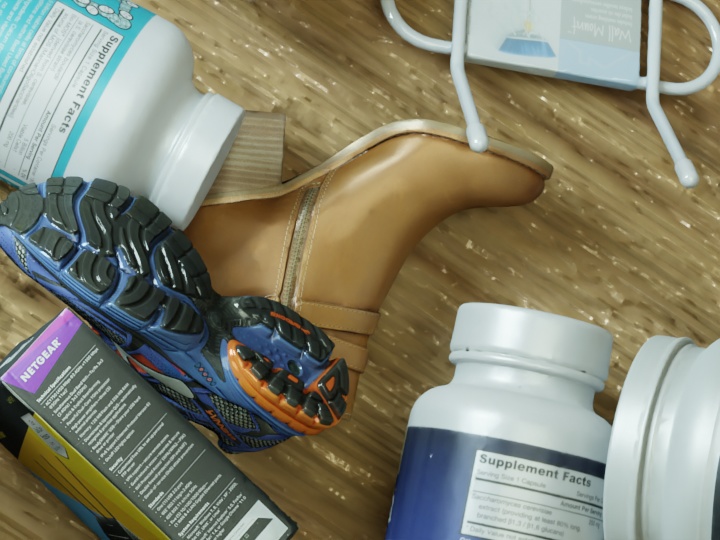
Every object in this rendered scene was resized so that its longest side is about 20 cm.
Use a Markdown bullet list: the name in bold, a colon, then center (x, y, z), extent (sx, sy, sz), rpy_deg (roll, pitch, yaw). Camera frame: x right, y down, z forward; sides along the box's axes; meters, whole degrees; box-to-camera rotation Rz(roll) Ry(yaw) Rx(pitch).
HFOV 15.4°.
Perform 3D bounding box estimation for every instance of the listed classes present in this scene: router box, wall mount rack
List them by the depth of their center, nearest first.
- **router box**: center (-0.117, 0.094, 1.294), extent (0.149, 0.200, 0.051), rpy_deg (44, 76, -5)
- **wall mount rack**: center (0.111, -0.121, 1.417), extent (0.199, 0.075, 0.175), rpy_deg (8, 68, -12)

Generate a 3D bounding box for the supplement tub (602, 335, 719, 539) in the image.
- **supplement tub**: center (0.234, 0.107, 1.330), extent (0.199, 0.140, 0.141), rpy_deg (9, 82, 21)

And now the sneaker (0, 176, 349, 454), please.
- **sneaker**: center (-0.102, 0.031, 1.304), extent (0.200, 0.078, 0.076), rpy_deg (38, 37, -19)

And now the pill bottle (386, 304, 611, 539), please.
- **pill bottle**: center (0.072, 0.124, 1.373), extent (0.110, 0.111, 0.201), rpy_deg (13, 82, -11)

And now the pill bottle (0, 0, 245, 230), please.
- **pill bottle**: center (-0.160, -0.097, 1.334), extent (0.199, 0.111, 0.111), rpy_deg (29, 79, -1)

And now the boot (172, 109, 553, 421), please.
- **boot**: center (0.000, 0.000, 1.391), extent (0.199, 0.077, 0.156), rpy_deg (4, 82, -10)
